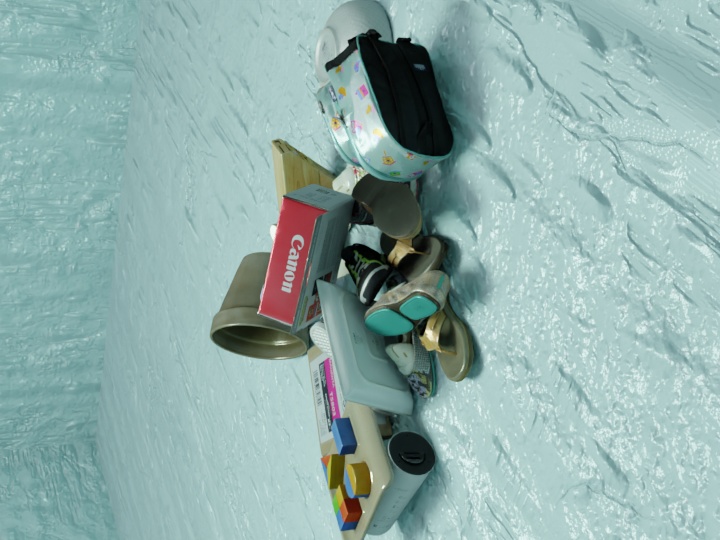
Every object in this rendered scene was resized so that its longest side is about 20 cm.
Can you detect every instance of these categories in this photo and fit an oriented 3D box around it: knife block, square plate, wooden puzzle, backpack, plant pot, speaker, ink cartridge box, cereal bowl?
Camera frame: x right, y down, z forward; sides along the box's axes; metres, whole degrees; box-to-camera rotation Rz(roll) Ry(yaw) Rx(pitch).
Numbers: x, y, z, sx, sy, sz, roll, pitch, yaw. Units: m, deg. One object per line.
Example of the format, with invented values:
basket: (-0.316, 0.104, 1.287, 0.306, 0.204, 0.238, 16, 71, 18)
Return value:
knife block: (-0.124, -0.121, 1.851, 0.176, 0.199, 0.064, -52, 37, 10)
square plate: (0.015, 0.120, 1.576, 0.028, 0.198, 0.202, -27, 62, 25)
wooden puzzle: (-0.018, 0.320, 1.607, 0.186, 0.046, 0.201, -110, 31, -41)
backpack: (0.041, -0.226, 1.473, 0.153, 0.175, 0.201, -39, 66, 35)
plant pot: (-0.191, 0.066, 2.013, 0.200, 0.198, 0.175, 139, 142, -58)
speaker: (0.050, 0.342, 1.604, 0.201, 0.080, 0.082, 115, 144, -44)
ink cartridge box: (-0.091, -0.020, 1.582, 0.175, 0.083, 0.202, -33, -41, -68)
cereal bowl: (-0.024, -0.364, 1.723, 0.200, 0.083, 0.202, 177, 90, -65)
ink cartridge box: (-0.022, 0.212, 1.759, 0.165, 0.074, 0.202, 137, 127, -59)

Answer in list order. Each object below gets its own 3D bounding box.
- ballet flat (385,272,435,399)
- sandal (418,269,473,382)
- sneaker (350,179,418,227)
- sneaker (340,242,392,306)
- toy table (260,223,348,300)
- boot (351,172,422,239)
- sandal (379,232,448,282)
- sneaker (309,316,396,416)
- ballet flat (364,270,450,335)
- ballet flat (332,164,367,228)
ballet flat: (0.068, 0.102, 1.567, 0.072, 0.071, 0.202, 153, 113, -62)
sandal: (0.111, 0.080, 1.488, 0.081, 0.054, 0.201, 119, 142, -45)
sneaker: (0.033, -0.123, 1.623, 0.200, 0.074, 0.081, 132, 132, -54)
sneaker: (0.000, 0.000, 1.602, 0.072, 0.082, 0.200, -57, 3, 7)
toy table: (-0.093, 0.000, 1.785, 0.200, 0.182, 0.118, -35, -37, -69)
boot: (0.056, -0.086, 1.496, 0.074, 0.075, 0.200, -46, 29, 3)
sandal: (0.069, -0.038, 1.548, 0.082, 0.054, 0.200, -59, 28, 8)
sneaker: (0.009, 0.145, 1.659, 0.200, 0.079, 0.078, 50, 141, -5)
ballet flat: (0.073, 0.046, 1.477, 0.200, 0.068, 0.068, -26, 32, 58)
ballet flat: (-0.026, -0.130, 1.761, 0.201, 0.063, 0.076, -62, 39, 45)
